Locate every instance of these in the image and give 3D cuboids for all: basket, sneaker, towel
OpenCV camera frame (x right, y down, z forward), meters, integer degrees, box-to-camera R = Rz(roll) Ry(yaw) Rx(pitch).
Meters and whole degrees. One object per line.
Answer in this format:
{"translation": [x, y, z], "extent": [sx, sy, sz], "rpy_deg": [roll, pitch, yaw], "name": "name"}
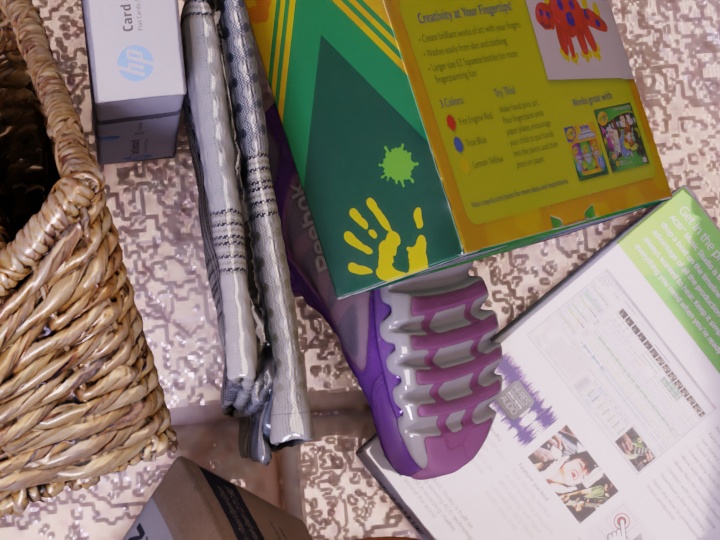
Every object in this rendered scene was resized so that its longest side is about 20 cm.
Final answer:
{"translation": [-0.175, -0.010, 1.149], "extent": [0.142, 0.200, 0.150], "rpy_deg": [-18, 128, -6], "name": "basket"}
{"translation": [0.000, 0.000, 1.248], "extent": [0.088, 0.080, 0.201], "rpy_deg": [-20, 79, 32], "name": "sneaker"}
{"translation": [-0.058, -0.014, 1.187], "extent": [0.034, 0.193, 0.201], "rpy_deg": [-9, 85, -8], "name": "towel"}

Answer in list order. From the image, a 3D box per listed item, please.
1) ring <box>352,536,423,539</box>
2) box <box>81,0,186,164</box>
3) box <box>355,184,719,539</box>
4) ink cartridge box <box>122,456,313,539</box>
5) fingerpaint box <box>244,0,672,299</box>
{"translation": [-0.005, 0.211, 1.202], "extent": [0.199, 0.019, 0.202], "rpy_deg": [-12, 63, 26], "name": "ring"}
{"translation": [-0.103, -0.136, 1.185], "extent": [0.041, 0.200, 0.157], "rpy_deg": [-6, 86, -4], "name": "box"}
{"translation": [0.118, 0.077, 1.282], "extent": [0.200, 0.036, 0.145], "rpy_deg": [-38, 91, -7], "name": "box"}
{"translation": [-0.087, 0.198, 1.157], "extent": [0.075, 0.165, 0.201], "rpy_deg": [31, 94, -20], "name": "ink cartridge box"}
{"translation": [0.041, -0.089, 1.205], "extent": [0.073, 0.200, 0.168], "rpy_deg": [-19, 89, 33], "name": "fingerpaint box"}
